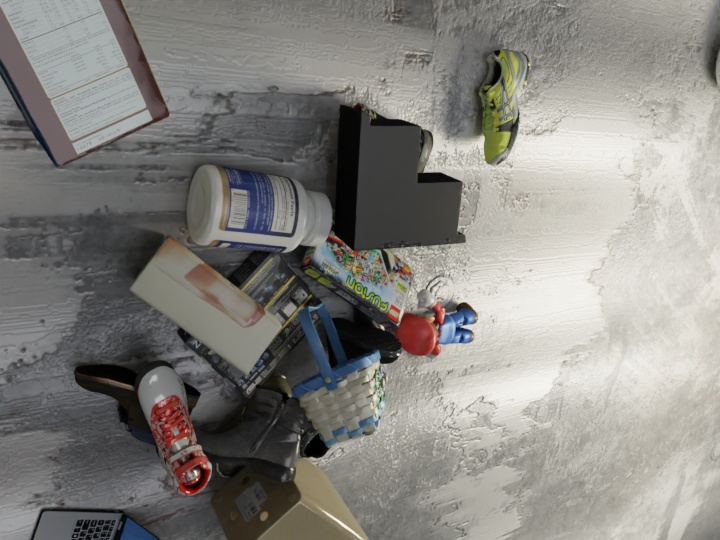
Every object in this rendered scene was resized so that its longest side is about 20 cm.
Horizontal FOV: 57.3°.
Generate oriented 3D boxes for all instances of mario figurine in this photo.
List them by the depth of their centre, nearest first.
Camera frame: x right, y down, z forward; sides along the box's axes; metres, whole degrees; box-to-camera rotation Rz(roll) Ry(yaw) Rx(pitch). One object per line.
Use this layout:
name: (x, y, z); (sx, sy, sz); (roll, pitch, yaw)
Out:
mario figurine: (0.134, 0.104, 1.264); (0.197, 0.105, 0.126); (-2, 74, -44)

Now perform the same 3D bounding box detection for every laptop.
laptop: (-0.406, 0.483, 1.006); (0.197, 0.115, 0.191); (18, 97, -37)

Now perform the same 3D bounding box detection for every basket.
basket: (-0.037, 0.148, 1.000); (0.137, 0.176, 0.203); (-26, 88, 7)

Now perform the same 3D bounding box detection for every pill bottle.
pill bottle: (-0.144, -0.086, 0.966); (0.197, 0.110, 0.113); (5, 106, -35)

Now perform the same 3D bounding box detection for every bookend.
bookend: (0.067, -0.144, 1.011); (0.194, 0.092, 0.205); (-5, 111, -22)

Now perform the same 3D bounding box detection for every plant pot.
plant pot: (-0.133, 0.419, 1.096); (0.199, 0.199, 0.178); (-38, 128, -10)

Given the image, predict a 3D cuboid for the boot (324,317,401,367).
boot: (0.005, 0.200, 1.143); (0.065, 0.163, 0.205); (-16, 115, -42)

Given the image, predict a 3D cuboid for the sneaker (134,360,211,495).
sneaker: (-0.259, 0.229, 0.936); (0.066, 0.108, 0.205); (-23, 131, -30)

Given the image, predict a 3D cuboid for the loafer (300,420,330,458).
loafer: (-0.084, 0.298, 1.142); (0.069, 0.070, 0.201); (-54, 155, -8)

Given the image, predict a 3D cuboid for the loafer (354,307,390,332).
loafer: (0.025, 0.072, 1.168); (0.062, 0.071, 0.203); (-33, 120, -23)

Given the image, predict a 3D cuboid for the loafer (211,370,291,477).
loafer: (-0.182, 0.264, 1.100); (0.075, 0.069, 0.202); (34, 87, -37)

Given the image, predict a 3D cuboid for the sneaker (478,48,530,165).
sneaker: (0.241, -0.292, 1.177); (0.075, 0.075, 0.205); (6, 94, -27)

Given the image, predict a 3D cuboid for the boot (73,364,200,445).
boot: (-0.338, 0.204, 0.971); (0.198, 0.074, 0.099); (24, 91, -39)

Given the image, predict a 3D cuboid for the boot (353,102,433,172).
boot: (0.022, -0.157, 1.080); (0.151, 0.073, 0.207); (17, 98, -32)

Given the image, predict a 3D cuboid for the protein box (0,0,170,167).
protein box: (-0.333, -0.250, 0.722); (0.133, 0.198, 0.203); (-30, 122, -20)

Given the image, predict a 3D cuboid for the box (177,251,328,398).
box: (-0.166, 0.082, 1.055); (0.200, 0.049, 0.162); (-47, 129, -9)

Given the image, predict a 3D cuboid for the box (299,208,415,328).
box: (0.000, 0.000, 1.089); (0.199, 0.034, 0.112); (35, 61, -28)

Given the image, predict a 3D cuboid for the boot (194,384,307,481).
boot: (-0.176, 0.244, 1.047); (0.070, 0.195, 0.135); (53, 50, -79)

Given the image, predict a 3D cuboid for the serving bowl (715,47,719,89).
serving bowl: (0.886, -0.491, 1.527); (0.197, 0.065, 0.205); (-13, 115, -30)

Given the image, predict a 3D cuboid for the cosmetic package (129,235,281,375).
cosmetic package: (-0.218, 0.047, 0.934); (0.199, 0.103, 0.088); (40, 84, -17)
